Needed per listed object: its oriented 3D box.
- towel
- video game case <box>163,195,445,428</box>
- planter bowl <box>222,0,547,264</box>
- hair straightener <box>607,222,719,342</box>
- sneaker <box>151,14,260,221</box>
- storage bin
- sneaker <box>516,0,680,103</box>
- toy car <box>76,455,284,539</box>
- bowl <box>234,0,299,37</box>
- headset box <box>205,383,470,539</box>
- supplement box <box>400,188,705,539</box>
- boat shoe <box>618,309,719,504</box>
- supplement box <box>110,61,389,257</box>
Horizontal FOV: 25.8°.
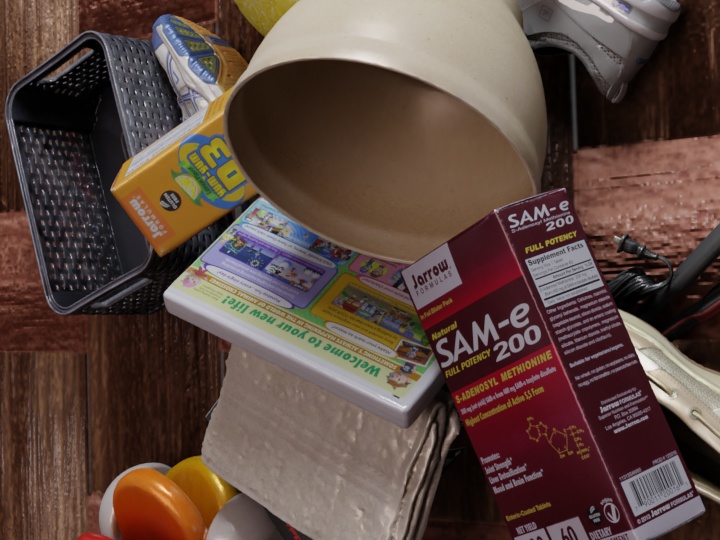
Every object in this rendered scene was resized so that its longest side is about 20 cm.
[{"bbox_3d":[-0.024,0.109,1.055,0.199,0.034,0.134,28,106,38],"label":"towel"},{"bbox_3d":[0.000,0.000,1.042,0.199,0.182,0.022,24,144,28],"label":"video game case"},{"bbox_3d":[0.030,-0.114,0.977,0.199,0.200,0.136,-8,50,39],"label":"planter bowl"},{"bbox_3d":[0.182,0.007,0.972,0.077,0.041,0.200,47,129,-2],"label":"hair straightener"},{"bbox_3d":[-0.115,-0.112,1.208,0.088,0.075,0.200,-52,58,27],"label":"sneaker"},{"bbox_3d":[-0.194,-0.075,1.262,0.135,0.093,0.202,-26,72,37],"label":"storage bin"},{"bbox_3d":[0.107,-0.178,1.021,0.200,0.074,0.083,36,110,34],"label":"sneaker"},{"bbox_3d":[-0.151,0.242,1.180,0.174,0.149,0.202,7,93,39],"label":"toy car"},{"bbox_3d":[-0.043,-0.253,1.129,0.199,0.107,0.202,-1,88,39],"label":"bowl"},{"bbox_3d":[-0.001,0.089,1.106,0.149,0.077,0.200,51,119,28],"label":"headset box"},{"bbox_3d":[0.108,0.067,0.913,0.109,0.061,0.202,-34,76,53],"label":"supplement box"},{"bbox_3d":[0.164,0.080,0.947,0.199,0.065,0.073,28,134,24],"label":"boat shoe"},{"bbox_3d":[-0.077,-0.094,1.101,0.199,0.069,0.067,-33,107,14],"label":"supplement box"}]
